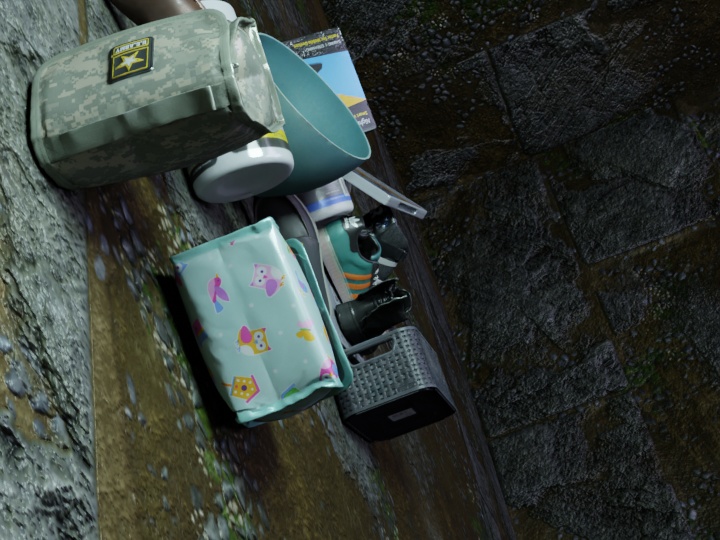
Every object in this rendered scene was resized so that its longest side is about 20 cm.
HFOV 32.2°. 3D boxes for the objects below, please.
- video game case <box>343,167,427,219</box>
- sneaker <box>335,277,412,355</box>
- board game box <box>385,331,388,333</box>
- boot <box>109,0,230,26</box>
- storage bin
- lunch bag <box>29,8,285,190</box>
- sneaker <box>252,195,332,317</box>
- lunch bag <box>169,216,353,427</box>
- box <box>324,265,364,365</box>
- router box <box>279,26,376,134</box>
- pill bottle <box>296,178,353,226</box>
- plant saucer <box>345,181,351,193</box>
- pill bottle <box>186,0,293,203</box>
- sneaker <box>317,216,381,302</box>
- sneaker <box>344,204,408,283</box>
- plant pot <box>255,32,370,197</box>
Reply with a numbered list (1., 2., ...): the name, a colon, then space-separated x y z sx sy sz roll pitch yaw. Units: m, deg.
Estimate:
1. video game case: 0.013 -0.128 1.853 0.143 0.017 0.200 34 7 17
2. sneaker: 0.030 0.063 1.735 0.200 0.104 0.060 50 20 -69
3. board game box: 0.007 0.030 2.081 0.200 0.019 0.103 -122 -161 -63
4. boot: -0.206 -0.201 1.230 0.064 0.186 0.200 -59 -173 48
5. storage bin: 0.045 0.164 1.752 0.200 0.135 0.094 50 20 -68
6. lunch bag: -0.160 -0.135 0.988 0.200 0.164 0.118 -77 150 -78
7. sneaker: -0.084 -0.013 1.540 0.106 0.075 0.200 -47 117 -85
8. lunch bag: -0.088 0.055 1.170 0.200 0.122 0.171 76 -8 -82
9. box: -0.055 0.047 1.731 0.200 0.041 0.156 55 15 -67
10. router box: -0.093 -0.226 1.645 0.051 0.200 0.150 -20 -89 60
11. pill bottle: -0.095 -0.157 1.726 0.114 0.114 0.200 -4 73 -82
12. plant saucer: -0.058 -0.163 2.002 0.200 0.050 0.201 160 -90 -75
13. pill bottle: -0.154 -0.186 1.365 0.114 0.114 0.200 40 30 -75
14. sneaker: 0.000 0.000 1.787 0.200 0.080 0.071 64 7 -48
15. sneaker: -0.014 -0.071 1.842 0.200 0.112 0.073 36 10 -26
16. plant pot: -0.104 -0.167 1.509 0.200 0.135 0.200 42 19 -18
